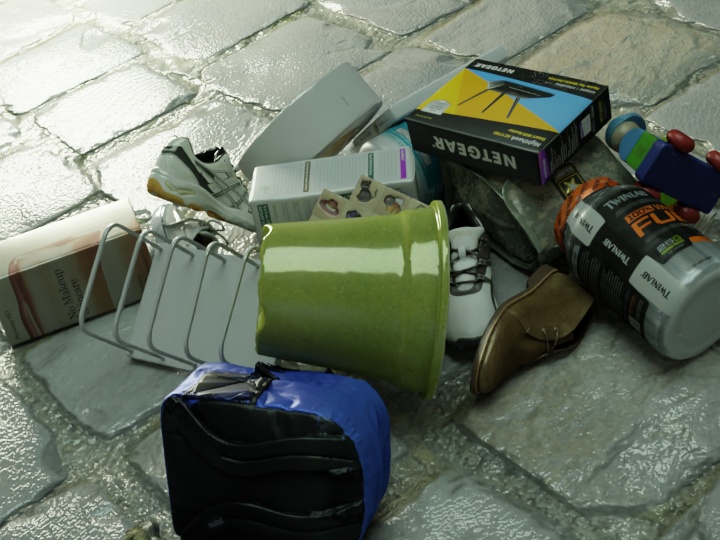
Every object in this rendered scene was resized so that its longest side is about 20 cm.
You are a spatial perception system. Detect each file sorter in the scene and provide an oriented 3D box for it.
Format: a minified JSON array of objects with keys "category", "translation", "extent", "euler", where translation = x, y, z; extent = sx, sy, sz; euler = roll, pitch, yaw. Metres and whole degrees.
[{"category":"file sorter","translation":[-0.189,0.035,1.288],"extent":[0.197,0.124,0.141],"euler":[9,78,25]}]

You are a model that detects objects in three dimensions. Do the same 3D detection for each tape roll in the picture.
[{"category":"tape roll","translation":[-0.064,-0.176,1.506],"extent":[0.071,0.202,0.202],"euler":[48,57,1]}]

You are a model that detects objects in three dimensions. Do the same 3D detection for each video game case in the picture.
[{"category":"video game case","translation":[0.086,-0.226,1.590],"extent":[0.199,0.024,0.182],"euler":[-32,0,-24]}]

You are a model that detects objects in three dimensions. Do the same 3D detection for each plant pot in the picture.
[{"category":"plant pot","translation":[-0.014,0.024,1.178],"extent":[0.181,0.203,0.202],"euler":[4,37,-5]}]

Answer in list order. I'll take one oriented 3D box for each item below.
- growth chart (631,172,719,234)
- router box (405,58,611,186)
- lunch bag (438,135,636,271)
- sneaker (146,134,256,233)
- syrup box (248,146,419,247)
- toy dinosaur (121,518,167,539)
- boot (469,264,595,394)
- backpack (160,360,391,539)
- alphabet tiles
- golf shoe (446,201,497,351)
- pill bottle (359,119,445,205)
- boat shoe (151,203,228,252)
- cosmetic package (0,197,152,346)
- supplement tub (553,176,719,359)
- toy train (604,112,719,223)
[{"category":"growth chart","translation":[0.346,-0.052,1.388],"extent":[0.143,0.018,0.200],"euler":[12,42,29]},{"category":"router box","translation":[0.175,-0.180,1.379],"extent":[0.198,0.052,0.149],"euler":[20,50,39]},{"category":"lunch bag","translation":[0.216,-0.098,1.401],"extent":[0.163,0.119,0.200],"euler":[-30,42,-21]},{"category":"sneaker","translation":[-0.172,-0.107,1.462],"extent":[0.075,0.199,0.089],"euler":[16,86,43]},{"category":"syrup box","translation":[-0.028,-0.083,1.395],"extent":[0.196,0.080,0.082],"euler":[-6,36,6]},{"category":"toy dinosaur","translation":[-0.183,0.295,1.064],"extent":[0.087,0.048,0.199],"euler":[-28,43,-31]},{"category":"boot","translation":[0.185,0.068,1.239],"extent":[0.075,0.074,0.200],"euler":[25,48,26]},{"category":"backpack","translation":[-0.067,0.164,1.101],"extent":[0.197,0.165,0.168],"euler":[3,23,21]},{"category":"alphabet tiles","translation":[0.000,0.000,1.311],"extent":[0.165,0.006,0.202],"euler":[25,83,16]},{"category":"golf shoe","translation":[0.114,0.004,1.316],"extent":[0.076,0.096,0.201],"euler":[-7,39,4]},{"category":"pill bottle","translation":[0.102,-0.157,1.513],"extent":[0.199,0.112,0.110],"euler":[-32,41,-24]},{"category":"boat shoe","translation":[-0.201,-0.030,1.442],"extent":[0.086,0.075,0.203],"euler":[-34,40,8]},{"category":"cosmetic package","translation":[-0.359,0.001,1.443],"extent":[0.197,0.105,0.087],"euler":[-21,37,-10]},{"category":"supplement tub","translation":[0.303,-0.009,1.243],"extent":[0.121,0.124,0.200],"euler":[-26,45,-18]},{"category":"toy train","translation":[0.382,-0.116,1.370],"extent":[0.198,0.085,0.116],"euler":[19,22,-32]}]
